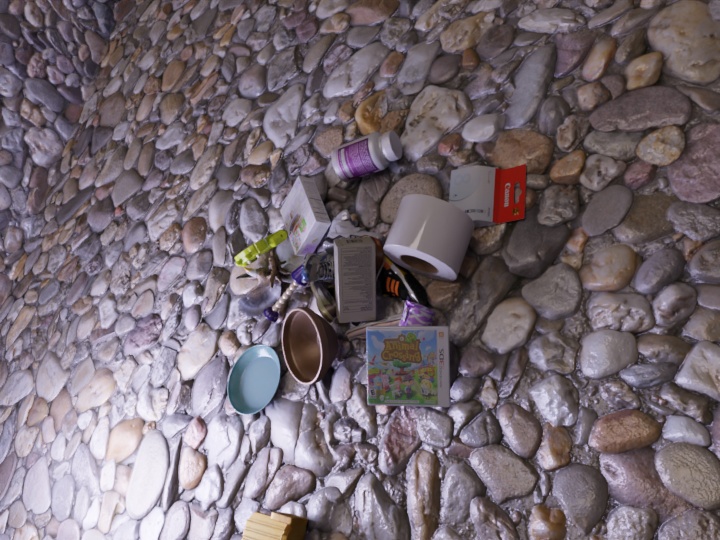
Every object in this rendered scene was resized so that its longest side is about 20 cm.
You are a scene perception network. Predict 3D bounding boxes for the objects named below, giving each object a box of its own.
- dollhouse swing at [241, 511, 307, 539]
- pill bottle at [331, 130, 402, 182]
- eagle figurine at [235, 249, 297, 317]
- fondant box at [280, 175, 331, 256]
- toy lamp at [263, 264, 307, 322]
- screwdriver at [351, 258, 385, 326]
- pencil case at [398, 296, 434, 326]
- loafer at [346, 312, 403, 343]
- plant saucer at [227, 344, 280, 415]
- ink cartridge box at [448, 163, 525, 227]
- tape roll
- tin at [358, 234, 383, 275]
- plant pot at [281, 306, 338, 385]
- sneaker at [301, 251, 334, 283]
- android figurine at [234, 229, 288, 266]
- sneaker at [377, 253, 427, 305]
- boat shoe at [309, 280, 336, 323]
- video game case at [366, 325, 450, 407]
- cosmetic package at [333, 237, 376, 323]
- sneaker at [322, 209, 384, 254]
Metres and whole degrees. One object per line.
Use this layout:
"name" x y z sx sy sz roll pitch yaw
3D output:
"dollhouse swing" -0.238 0.675 1.479 0.171 0.182 0.205 8 70 16
"pill bottle" 0.021 -0.342 1.846 0.196 0.112 0.115 -14 59 30
"eagle figurine" -0.296 0.029 1.894 0.152 0.151 0.200 -42 -3 -45
"fondant box" -0.170 -0.164 1.892 0.145 0.057 0.202 -55 42 34
"toy lamp" -0.208 0.063 1.809 0.201 0.058 0.059 -51 47 21
"screwdriver" 0.026 0.061 1.648 0.203 0.027 0.029 -63 30 21
"pencil case" 0.112 0.172 1.507 0.083 0.085 0.205 21 95 39
"loafer" 0.053 0.159 1.596 0.196 0.072 0.064 -19 77 24
"plant saucer" -0.297 0.315 1.785 0.196 0.036 0.204 -16 59 28
"ink cartridge box" 0.321 -0.195 1.597 0.196 0.047 0.164 -8 62 35
"tape roll" 0.169 -0.078 1.545 0.200 0.202 0.142 13 73 39
"tin" 0.000 0.000 1.687 0.112 0.041 0.203 52 125 42
"plant pot" -0.123 0.195 1.660 0.199 0.091 0.206 12 105 50
"sneaker" -0.100 -0.011 1.724 0.083 0.200 0.079 11 107 17
"android figurine" -0.303 -0.066 1.894 0.180 0.200 0.042 -30 96 34
"sneaker" 0.100 0.048 1.627 0.091 0.069 0.201 -54 47 20
"boat shoe" -0.091 0.068 1.730 0.064 0.073 0.201 -35 36 6
"video game case" 0.111 0.223 1.457 0.195 0.022 0.187 -1 90 12
"cosmetic package" -0.014 0.024 1.585 0.071 0.102 0.205 -118 27 -70
"sneaker" -0.016 -0.114 1.778 0.196 0.075 0.118 -6 62 31
